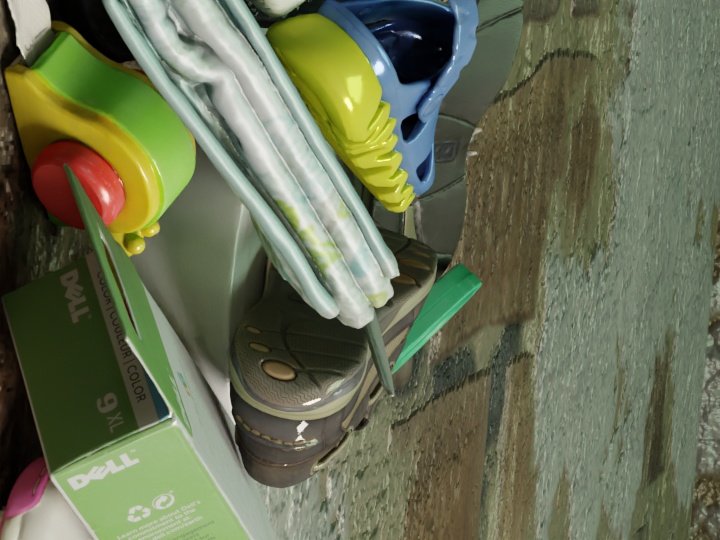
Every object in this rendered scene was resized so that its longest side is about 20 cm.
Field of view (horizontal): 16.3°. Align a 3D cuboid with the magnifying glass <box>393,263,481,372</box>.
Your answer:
[{"bbox_3d":[0.006,0.046,1.271,0.080,0.022,0.200,-47,176,31],"label":"magnifying glass"}]

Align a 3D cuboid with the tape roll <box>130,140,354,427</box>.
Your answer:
[{"bbox_3d":[-0.062,0.002,1.235,0.202,0.070,0.204,5,90,-74],"label":"tape roll"}]

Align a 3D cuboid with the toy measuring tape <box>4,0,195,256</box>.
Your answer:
[{"bbox_3d":[-0.108,-0.079,1.035,0.074,0.073,0.201,-68,159,-43],"label":"toy measuring tape"}]

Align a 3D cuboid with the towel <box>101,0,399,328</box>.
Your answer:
[{"bbox_3d":[-0.061,-0.085,1.018,0.200,0.048,0.171,59,-1,-30],"label":"towel"}]

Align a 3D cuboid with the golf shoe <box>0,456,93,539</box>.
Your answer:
[{"bbox_3d":[-0.110,0.176,1.092,0.075,0.091,0.201,-49,139,-63],"label":"golf shoe"}]

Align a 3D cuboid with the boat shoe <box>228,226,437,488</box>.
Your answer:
[{"bbox_3d":[-0.019,0.036,1.165,0.200,0.074,0.074,-47,156,-62],"label":"boat shoe"}]

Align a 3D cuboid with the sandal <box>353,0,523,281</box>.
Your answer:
[{"bbox_3d":[0.024,-0.082,1.283,0.079,0.057,0.202,2,115,-32],"label":"sandal"}]

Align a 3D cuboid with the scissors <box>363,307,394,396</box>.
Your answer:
[{"bbox_3d":[0.000,0.000,1.123,0.073,0.014,0.200,59,6,-47],"label":"scissors"}]

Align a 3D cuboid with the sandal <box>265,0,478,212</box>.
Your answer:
[{"bbox_3d":[0.018,-0.086,1.143,0.087,0.080,0.200,-41,171,-4],"label":"sandal"}]

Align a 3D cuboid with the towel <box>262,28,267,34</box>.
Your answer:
[{"bbox_3d":[-0.013,-0.198,1.239,0.199,0.023,0.145,-22,123,-35],"label":"towel"}]

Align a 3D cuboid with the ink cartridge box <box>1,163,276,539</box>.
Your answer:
[{"bbox_3d":[-0.097,0.062,1.053,0.200,0.059,0.104,63,3,-48],"label":"ink cartridge box"}]

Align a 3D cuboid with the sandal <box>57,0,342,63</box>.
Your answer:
[{"bbox_3d":[-0.070,-0.140,1.152,0.200,0.048,0.076,-17,102,-48],"label":"sandal"}]

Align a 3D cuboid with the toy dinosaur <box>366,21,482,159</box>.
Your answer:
[{"bbox_3d":[-0.011,-0.122,1.361,0.181,0.200,0.105,41,24,-24],"label":"toy dinosaur"}]

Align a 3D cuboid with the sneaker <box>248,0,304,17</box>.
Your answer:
[{"bbox_3d":[-0.044,-0.217,1.044,0.200,0.111,0.077,58,-11,-20],"label":"sneaker"}]
